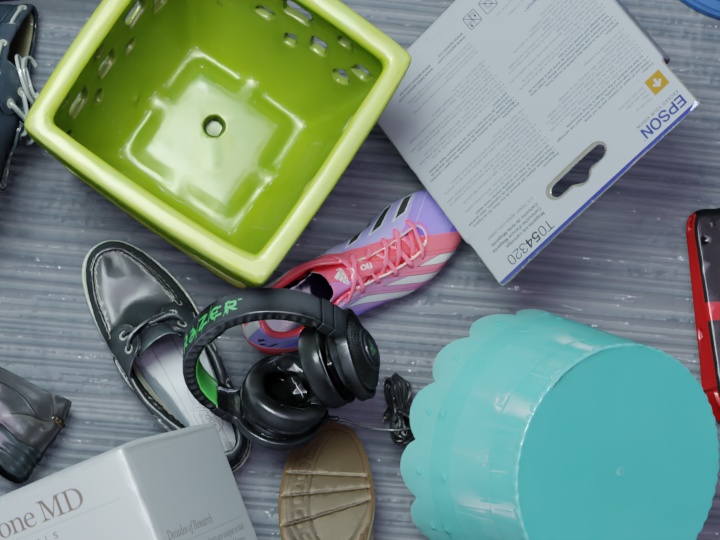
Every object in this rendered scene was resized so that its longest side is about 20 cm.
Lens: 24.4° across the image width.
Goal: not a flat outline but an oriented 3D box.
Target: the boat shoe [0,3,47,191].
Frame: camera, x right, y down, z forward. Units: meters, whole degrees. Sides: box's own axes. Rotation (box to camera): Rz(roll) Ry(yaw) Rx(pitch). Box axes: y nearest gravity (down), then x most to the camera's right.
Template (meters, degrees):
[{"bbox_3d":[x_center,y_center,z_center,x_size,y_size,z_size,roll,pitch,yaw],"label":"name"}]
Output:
[{"bbox_3d":[-0.260,-0.126,1.203,0.062,0.075,0.200,-7,41,-3],"label":"boat shoe"}]

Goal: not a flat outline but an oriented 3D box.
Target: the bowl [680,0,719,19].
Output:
[{"bbox_3d":[0.318,-0.302,1.349,0.200,0.039,0.201,1,82,-7],"label":"bowl"}]

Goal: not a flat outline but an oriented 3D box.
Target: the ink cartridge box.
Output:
[{"bbox_3d":[0.124,-0.122,1.224,0.196,0.043,0.200,-43,65,18],"label":"ink cartridge box"}]

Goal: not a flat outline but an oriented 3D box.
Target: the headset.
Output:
[{"bbox_3d":[-0.035,0.070,1.197,0.200,0.123,0.094,33,35,-30],"label":"headset"}]

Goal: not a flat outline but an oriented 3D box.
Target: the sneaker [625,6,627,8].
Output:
[{"bbox_3d":[0.157,-0.217,1.313,0.105,0.076,0.200,4,73,-33],"label":"sneaker"}]

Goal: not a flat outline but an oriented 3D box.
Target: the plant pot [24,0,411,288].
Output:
[{"bbox_3d":[-0.103,-0.109,1.200,0.199,0.181,0.200,34,80,-1],"label":"plant pot"}]

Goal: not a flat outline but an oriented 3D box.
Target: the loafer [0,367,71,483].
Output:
[{"bbox_3d":[-0.302,0.067,1.214,0.200,0.073,0.072,42,71,-10],"label":"loafer"}]

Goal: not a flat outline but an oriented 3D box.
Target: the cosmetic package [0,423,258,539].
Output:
[{"bbox_3d":[-0.164,0.230,1.132,0.167,0.166,0.200,-23,85,15],"label":"cosmetic package"}]

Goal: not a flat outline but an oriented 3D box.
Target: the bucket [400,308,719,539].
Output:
[{"bbox_3d":[0.147,0.133,1.189,0.207,0.135,0.207,-3,96,-29],"label":"bucket"}]

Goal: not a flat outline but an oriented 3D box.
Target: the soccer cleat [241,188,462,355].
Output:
[{"bbox_3d":[0.000,0.000,1.251,0.200,0.076,0.067,-31,87,-10],"label":"soccer cleat"}]

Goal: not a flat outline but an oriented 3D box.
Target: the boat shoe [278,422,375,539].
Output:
[{"bbox_3d":[-0.021,0.212,1.228,0.072,0.065,0.200,-5,65,-2],"label":"boat shoe"}]

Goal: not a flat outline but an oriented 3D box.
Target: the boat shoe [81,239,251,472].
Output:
[{"bbox_3d":[-0.143,0.062,1.230,0.074,0.066,0.199,-25,86,-9],"label":"boat shoe"}]

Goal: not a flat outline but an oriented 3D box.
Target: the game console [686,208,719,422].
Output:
[{"bbox_3d":[0.363,0.034,1.319,0.200,0.031,0.177,-4,78,-8],"label":"game console"}]
